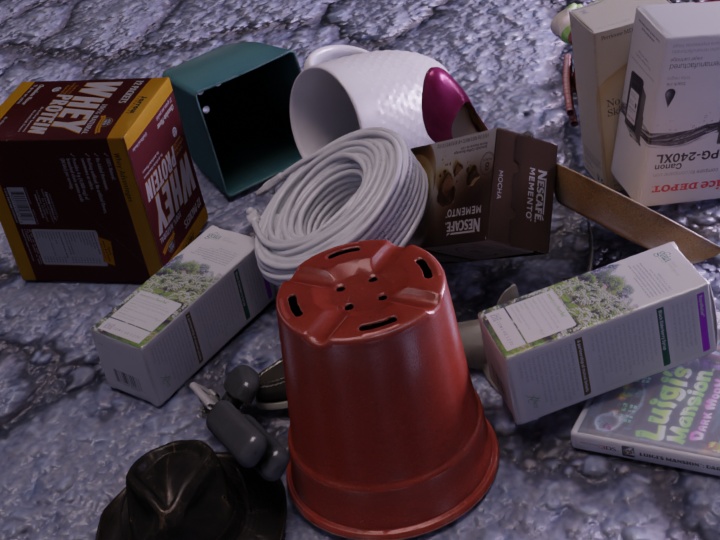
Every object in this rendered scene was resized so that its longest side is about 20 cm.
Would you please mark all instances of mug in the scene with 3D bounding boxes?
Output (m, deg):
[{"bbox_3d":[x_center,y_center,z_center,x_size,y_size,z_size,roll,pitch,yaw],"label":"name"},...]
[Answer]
[{"bbox_3d":[0.011,-0.208,1.685,0.174,0.149,0.200,-20,53,-33],"label":"mug"}]

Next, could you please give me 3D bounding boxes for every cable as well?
[{"bbox_3d":[-0.022,-0.056,1.420,0.199,0.069,0.201,-33,32,17],"label":"cable"}]

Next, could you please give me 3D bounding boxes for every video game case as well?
[{"bbox_3d":[0.308,0.104,1.264,0.180,0.024,0.200,7,39,28],"label":"video game case"}]

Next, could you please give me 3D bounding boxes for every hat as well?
[{"bbox_3d":[-0.157,0.205,1.227,0.198,0.082,0.202,-8,35,6],"label":"hat"}]

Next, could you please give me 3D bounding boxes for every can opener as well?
[{"bbox_3d":[-0.111,0.133,1.279,0.067,0.052,0.200,-57,24,2],"label":"can opener"}]

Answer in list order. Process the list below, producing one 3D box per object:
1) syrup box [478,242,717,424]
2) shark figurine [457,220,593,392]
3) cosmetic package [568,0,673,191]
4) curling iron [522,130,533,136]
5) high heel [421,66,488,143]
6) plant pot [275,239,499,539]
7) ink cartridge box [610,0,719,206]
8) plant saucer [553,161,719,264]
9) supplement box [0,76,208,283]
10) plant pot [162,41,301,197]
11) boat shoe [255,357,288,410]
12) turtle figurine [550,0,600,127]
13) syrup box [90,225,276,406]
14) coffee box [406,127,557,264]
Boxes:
[{"bbox_3d":[0.215,0.055,1.260,0.198,0.082,0.079,-19,33,-6],"label":"syrup box"},{"bbox_3d":[0.165,0.036,1.356,0.213,0.090,0.128,-26,37,-14],"label":"shark figurine"},{"bbox_3d":[0.298,-0.198,1.541,0.102,0.202,0.073,-18,35,-6],"label":"cosmetic package"},{"bbox_3d":[0.134,-0.112,1.626,0.199,0.026,0.049,-31,1,-30],"label":"curling iron"},{"bbox_3d":[0.134,-0.135,1.512,0.095,0.202,0.067,12,47,42],"label":"high heel"},{"bbox_3d":[0.014,0.094,1.218,0.198,0.197,0.202,-8,33,5],"label":"plant pot"},{"bbox_3d":[0.356,-0.176,1.473,0.143,0.202,0.084,-7,35,-13],"label":"ink cartridge box"},{"bbox_3d":[0.269,-0.052,1.405,0.200,0.199,0.036,34,100,47],"label":"plant saucer"},{"bbox_3d":[-0.310,-0.104,1.619,0.197,0.199,0.133,1,36,19],"label":"supplement box"},{"bbox_3d":[-0.168,-0.209,1.784,0.140,0.143,0.200,-26,29,-19],"label":"plant pot"},{"bbox_3d":[-0.022,0.072,1.359,0.199,0.061,0.072,-25,24,7],"label":"boat shoe"},{"bbox_3d":[0.321,-0.269,1.693,0.142,0.202,0.194,15,23,-20],"label":"turtle figurine"},{"bbox_3d":[-0.182,0.044,1.467,0.078,0.082,0.200,16,43,34],"label":"syrup box"},{"bbox_3d":[0.107,-0.071,1.425,0.079,0.115,0.199,11,-8,-30],"label":"coffee box"}]
